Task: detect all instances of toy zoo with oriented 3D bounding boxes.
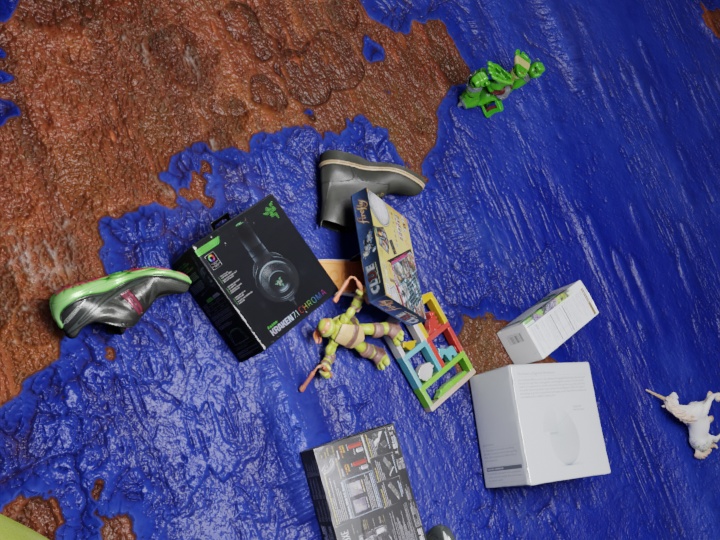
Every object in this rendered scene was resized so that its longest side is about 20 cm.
[{"bbox_3d":[0.113,0.128,1.376,0.131,0.020,0.201,-32,96,-36],"label":"toy zoo"}]

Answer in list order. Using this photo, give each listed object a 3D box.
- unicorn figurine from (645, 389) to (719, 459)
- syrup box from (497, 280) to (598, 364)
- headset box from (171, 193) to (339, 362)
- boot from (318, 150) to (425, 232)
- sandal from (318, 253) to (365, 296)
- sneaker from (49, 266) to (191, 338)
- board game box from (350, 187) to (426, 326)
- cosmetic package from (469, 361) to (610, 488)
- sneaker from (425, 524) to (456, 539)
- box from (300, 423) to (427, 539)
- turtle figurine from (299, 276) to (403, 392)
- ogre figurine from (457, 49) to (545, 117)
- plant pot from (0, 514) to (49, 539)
[{"bbox_3d":[0.716,0.313,1.670,0.137,0.074,0.201,-25,94,-25],"label":"unicorn figurine"},{"bbox_3d":[0.365,0.101,1.519,0.199,0.079,0.082,-31,90,-36],"label":"syrup box"},{"bbox_3d":[-0.163,0.005,1.205,0.174,0.093,0.201,-37,94,-36],"label":"headset box"},{"bbox_3d":[0.015,-0.120,1.385,0.198,0.077,0.140,10,73,-17],"label":"boot"},{"bbox_3d":[0.001,0.008,1.329,0.205,0.059,0.080,-2,75,-34],"label":"sandal"},{"bbox_3d":[-0.334,0.045,1.105,0.199,0.077,0.085,-16,100,-32],"label":"sneaker"},{"bbox_3d":[0.047,-0.021,1.296,0.135,0.034,0.202,32,41,-50],"label":"board game box"},{"bbox_3d":[0.317,0.274,1.400,0.198,0.123,0.202,3,73,-32],"label":"cosmetic package"},{"bbox_3d":[0.158,0.500,1.259,0.084,0.074,0.202,-16,91,-41],"label":"sneaker"},{"bbox_3d":[0.007,0.356,1.217,0.157,0.050,0.202,-11,79,-34],"label":"box"},{"bbox_3d":[-0.018,0.113,1.270,0.160,0.064,0.201,21,94,-35],"label":"turtle figurine"},{"bbox_3d":[0.276,-0.379,1.606,0.098,0.120,0.200,48,53,-4],"label":"ogre figurine"},{"bbox_3d":[-0.380,0.391,0.893,0.199,0.186,0.189,34,57,-35],"label":"plant pot"}]
